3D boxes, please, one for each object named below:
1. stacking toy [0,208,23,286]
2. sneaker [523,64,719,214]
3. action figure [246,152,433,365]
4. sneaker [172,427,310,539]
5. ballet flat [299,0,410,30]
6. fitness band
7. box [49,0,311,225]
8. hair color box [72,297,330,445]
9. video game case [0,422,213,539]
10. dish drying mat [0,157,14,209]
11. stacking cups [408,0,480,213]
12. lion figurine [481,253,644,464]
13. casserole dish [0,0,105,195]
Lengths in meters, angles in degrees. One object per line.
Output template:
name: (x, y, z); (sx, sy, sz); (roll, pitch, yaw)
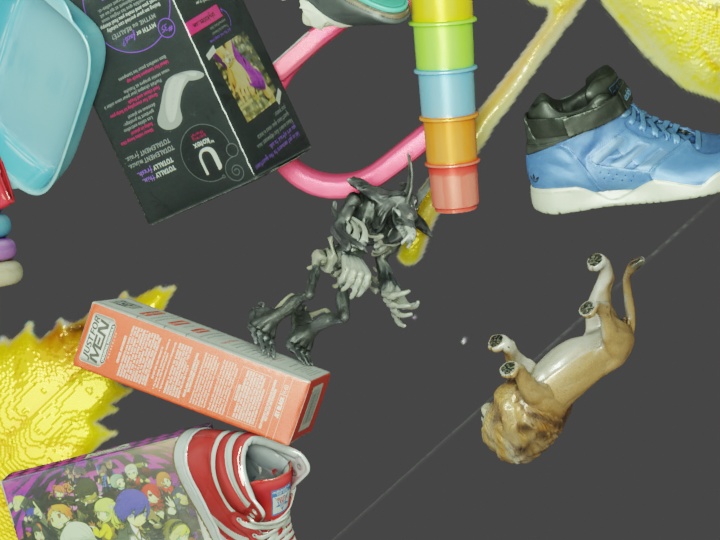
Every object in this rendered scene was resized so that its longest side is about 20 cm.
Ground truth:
stacking toy: (-0.352, -0.082, 1.503); (0.085, 0.085, 0.201); (-8, 94, 7)
sneaker: (0.234, -0.117, 1.435); (0.199, 0.077, 0.112); (-7, 108, 13)
action figure: (0.000, 0.000, 1.461); (0.200, 0.119, 0.102); (-47, 48, 15)
sneaker: (-0.076, 0.220, 1.490); (0.112, 0.071, 0.200); (-10, 118, 48)
ballet flat: (-0.041, -0.245, 1.430); (0.200, 0.073, 0.073); (40, 101, 20)
fitness band: (0.003, -0.151, 1.477); (0.200, 0.037, 0.144); (-38, 96, 11)
box: (-0.149, -0.159, 1.438); (0.122, 0.106, 0.201); (-20, 97, 31)
hair color box: (-0.135, 0.085, 1.482); (0.199, 0.101, 0.061); (20, 94, 9)
video game case: (-0.206, 0.249, 1.559); (0.199, 0.036, 0.182); (-14, 96, 8)
dish drying mat: (-0.390, -0.055, 1.473); (0.199, 0.018, 0.077); (-23, 85, 16)
stacking cups: (0.073, -0.150, 1.432); (0.060, 0.061, 0.201); (-3, 106, 6)
lion figurine: (0.180, 0.080, 1.474); (0.200, 0.073, 0.123); (-34, 128, 3)
casserole dish: (-0.268, -0.155, 1.423); (0.121, 0.039, 0.200); (40, 129, 16)
